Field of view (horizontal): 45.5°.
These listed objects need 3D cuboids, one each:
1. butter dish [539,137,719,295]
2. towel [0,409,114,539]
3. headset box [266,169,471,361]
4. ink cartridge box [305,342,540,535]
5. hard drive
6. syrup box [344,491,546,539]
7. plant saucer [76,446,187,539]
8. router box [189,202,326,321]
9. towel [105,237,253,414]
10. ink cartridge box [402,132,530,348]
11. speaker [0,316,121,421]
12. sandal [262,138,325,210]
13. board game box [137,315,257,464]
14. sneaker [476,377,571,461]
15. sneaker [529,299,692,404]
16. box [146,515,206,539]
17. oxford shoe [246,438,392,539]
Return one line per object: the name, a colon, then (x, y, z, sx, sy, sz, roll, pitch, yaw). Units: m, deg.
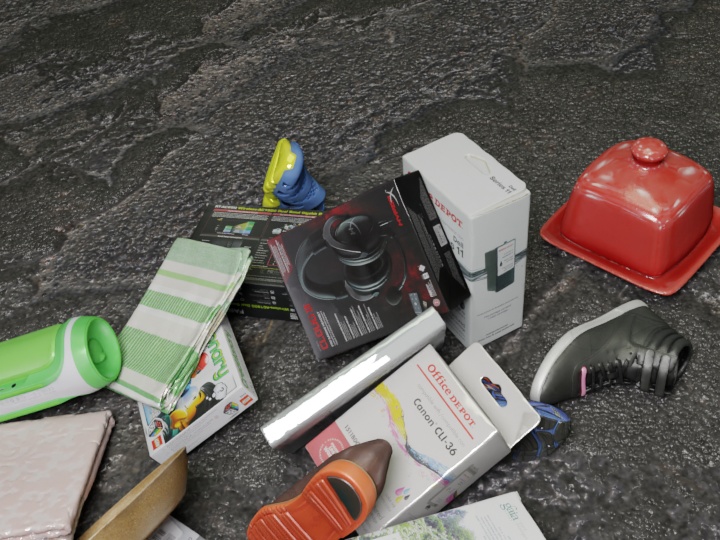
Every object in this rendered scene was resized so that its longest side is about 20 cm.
butter dish: (0.355, -0.098, 1.080, 0.198, 0.149, 0.199, 29, 52, 34)
towel: (-0.366, 0.217, 0.874, 0.196, 0.033, 0.192, -7, 27, 0)
headset box: (0.000, 0.000, 0.951, 0.198, 0.151, 0.077, -22, 2, 29)
ink cartridge box: (0.061, 0.157, 0.823, 0.199, 0.068, 0.117, -39, 56, 0)
hard drive: (-0.002, 0.115, 0.863, 0.199, 0.132, 0.026, -35, 76, -5)
syrup box: (0.063, 0.265, 0.732, 0.197, 0.082, 0.079, -8, 40, -23)
plant saucer: (-0.225, 0.241, 0.776, 0.036, 0.200, 0.200, 49, 57, -1)
router box: (-0.128, -0.013, 1.108, 0.196, 0.063, 0.151, 5, 44, 13)
towel: (-0.215, 0.054, 0.978, 0.151, 0.023, 0.202, 9, 64, 41)
ink cartridge box: (0.120, -0.034, 0.996, 0.082, 0.202, 0.147, -23, 43, -19)
speaker: (-0.370, 0.113, 0.951, 0.197, 0.089, 0.089, -17, 39, 12)
sandal: (-0.084, -0.116, 1.151, 0.086, 0.200, 0.081, 20, 80, -2)
board game box: (-0.198, 0.106, 0.969, 0.126, 0.035, 0.201, -37, 44, 5)
sneaker: (0.124, 0.137, 0.902, 0.197, 0.076, 0.079, 12, 41, 17)
sneaker: (0.276, 0.104, 0.919, 0.198, 0.072, 0.099, -26, 40, -27)
box: (-0.152, 0.324, 0.749, 0.198, 0.042, 0.156, 21, 48, 29)
oxford shoe: (-0.035, 0.214, 0.770, 0.071, 0.200, 0.072, 49, 41, 2)
